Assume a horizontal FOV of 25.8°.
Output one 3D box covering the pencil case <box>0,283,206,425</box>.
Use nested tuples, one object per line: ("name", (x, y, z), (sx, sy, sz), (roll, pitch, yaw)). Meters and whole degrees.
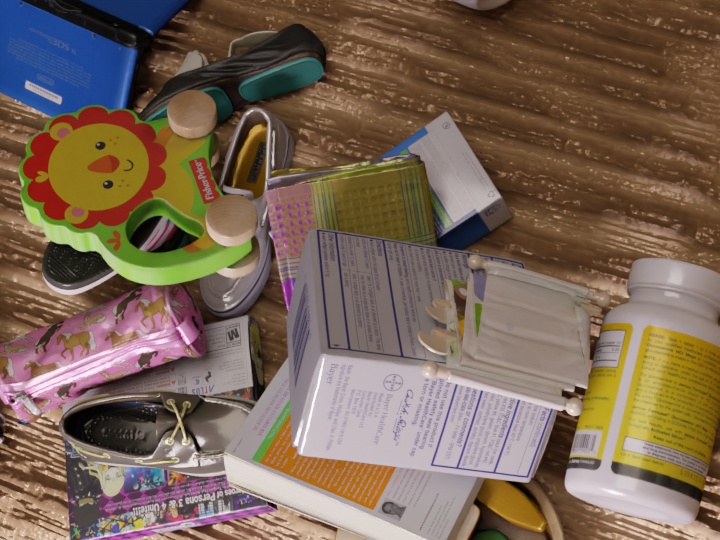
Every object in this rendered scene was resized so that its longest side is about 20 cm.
("pencil case", (-0.238, 0.072, 1.437), (0.198, 0.083, 0.087), (-22, 60, 9))

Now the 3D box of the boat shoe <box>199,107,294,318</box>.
("boat shoe", (-0.113, -0.057, 1.481), (0.070, 0.070, 0.202), (12, 78, 20))

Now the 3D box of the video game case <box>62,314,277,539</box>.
("video game case", (-0.181, 0.149, 1.458), (0.198, 0.036, 0.183), (-13, 69, 14))

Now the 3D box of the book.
("book", (0.004, 0.151, 1.316), (0.198, 0.048, 0.134), (19, 52, 18))

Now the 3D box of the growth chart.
("growth chart", (0.121, 0.045, 1.237), (0.143, 0.200, 0.018), (18, 121, 4))

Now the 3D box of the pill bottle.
("pill bottle", (0.243, 0.098, 1.296), (0.111, 0.112, 0.202), (11, 78, 20))

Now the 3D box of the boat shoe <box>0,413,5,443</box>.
("boat shoe", (-0.371, 0.148, 1.500), (0.067, 0.072, 0.203), (4, 78, 21))

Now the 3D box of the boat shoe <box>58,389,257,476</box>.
("boat shoe", (-0.173, 0.143, 1.403), (0.199, 0.060, 0.073), (-3, 73, 17))

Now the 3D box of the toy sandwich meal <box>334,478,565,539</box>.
("toy sandwich meal", (0.075, 0.238, 1.330), (0.203, 0.070, 0.208), (-5, 72, 16))

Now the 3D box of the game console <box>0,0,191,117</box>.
("game console", (-0.278, -0.249, 1.621), (0.198, 0.118, 0.173), (25, 114, 23))

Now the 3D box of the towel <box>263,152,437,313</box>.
("towel", (0.000, 0.000, 1.382), (0.142, 0.023, 0.203), (-10, 105, -1))

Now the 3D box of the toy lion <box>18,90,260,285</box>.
("toy lion", (-0.204, -0.069, 1.404), (0.190, 0.069, 0.201), (-17, 58, -12))

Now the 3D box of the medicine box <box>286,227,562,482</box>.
("medicine box", (0.047, 0.067, 1.285), (0.197, 0.104, 0.183), (9, 32, -11))

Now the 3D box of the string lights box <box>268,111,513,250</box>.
("string lights box", (0.027, -0.042, 1.437), (0.199, 0.059, 0.103), (-33, 67, 6))

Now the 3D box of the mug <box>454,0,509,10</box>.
("mug", (0.115, -0.348, 1.469), (0.199, 0.148, 0.176), (-27, 73, -24))

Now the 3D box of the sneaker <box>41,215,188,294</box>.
("sneaker", (-0.223, -0.023, 1.475), (0.083, 0.121, 0.200), (33, 55, 16))

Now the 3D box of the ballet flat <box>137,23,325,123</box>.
("ballet flat", (-0.129, -0.186, 1.533), (0.198, 0.068, 0.069), (-20, 59, 0))
